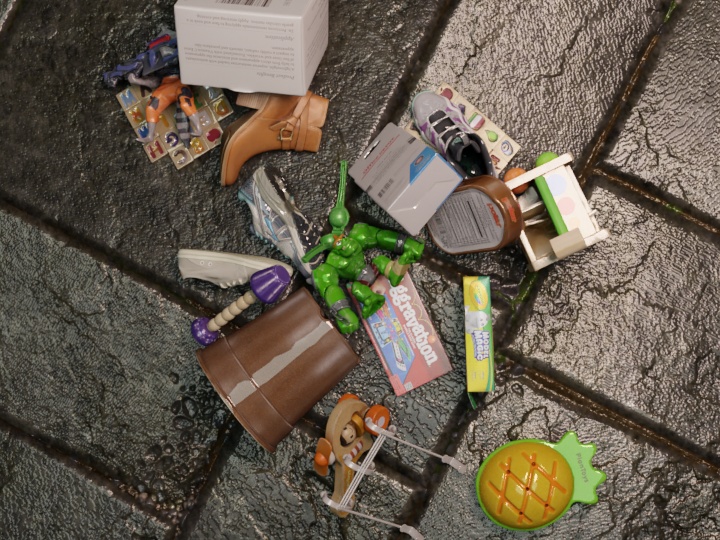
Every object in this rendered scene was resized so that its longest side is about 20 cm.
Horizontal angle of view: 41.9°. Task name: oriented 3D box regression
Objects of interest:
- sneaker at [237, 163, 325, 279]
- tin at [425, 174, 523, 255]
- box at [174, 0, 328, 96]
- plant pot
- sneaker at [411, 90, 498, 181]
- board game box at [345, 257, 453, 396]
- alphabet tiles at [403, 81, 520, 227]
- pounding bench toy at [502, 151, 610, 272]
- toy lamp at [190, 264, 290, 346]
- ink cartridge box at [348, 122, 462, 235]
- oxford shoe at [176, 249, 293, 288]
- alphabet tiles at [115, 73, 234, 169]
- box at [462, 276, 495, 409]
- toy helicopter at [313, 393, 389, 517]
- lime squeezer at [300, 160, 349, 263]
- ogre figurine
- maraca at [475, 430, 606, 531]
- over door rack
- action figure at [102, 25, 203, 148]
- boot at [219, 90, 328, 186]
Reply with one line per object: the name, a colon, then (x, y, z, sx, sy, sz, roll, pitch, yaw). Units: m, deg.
sneaker: (-0.129, -0.069, 1.536, 0.086, 0.078, 0.201, -30, 86, 26)
tin: (0.166, -0.080, 1.433, 0.042, 0.199, 0.113, -33, 103, -30)
box: (-0.162, -0.378, 1.458, 0.197, 0.201, 0.132, 7, 128, 6)
plant pot: (-0.120, 0.142, 1.468, 0.198, 0.200, 0.201, -39, 85, -3)
sneaker: (0.149, -0.206, 1.455, 0.078, 0.140, 0.200, -39, 85, 4)
board game box: (0.063, 0.091, 1.526, 0.102, 0.019, 0.201, -26, 86, 4)
alphabet tiles: (0.134, -0.178, 1.531, 0.167, 0.008, 0.200, 41, 94, 6)
pounding bench toy: (0.284, -0.095, 1.414, 0.123, 0.200, 0.157, -25, 87, 6)
toy lamp: (-0.189, 0.054, 1.500, 0.199, 0.058, 0.058, -34, 84, 32)
ink cartridge box: (0.065, -0.148, 1.467, 0.068, 0.200, 0.116, 39, 96, -29)
oxford shoe: (-0.205, 0.001, 1.533, 0.198, 0.075, 0.058, 6, 91, 11)
alphabet tiles: (-0.313, -0.281, 1.585, 0.166, 0.006, 0.201, -30, 86, 5)
box: (0.185, 0.110, 1.462, 0.048, 0.117, 0.202, -1, 89, 7)
toy helicopter: (-0.029, 0.301, 1.485, 0.078, 0.132, 0.202, 16, 109, 36)
lime squeezer: (-0.049, -0.080, 1.524, 0.038, 0.071, 0.201, -5, 53, 40)
ogre figurine: (0.000, 0.000, 1.477, 0.119, 0.098, 0.201, 32, 82, 20)
maraca: (0.276, 0.324, 1.450, 0.198, 0.107, 0.138, -19, 86, 6)
over door rack: (0.047, 0.327, 1.474, 0.199, 0.067, 0.148, 30, 92, -29)
action figure: (-0.329, -0.305, 1.556, 0.199, 0.104, 0.195, -5, 80, 34)
boot: (-0.144, -0.213, 1.534, 0.153, 0.074, 0.201, 12, 119, -19)
